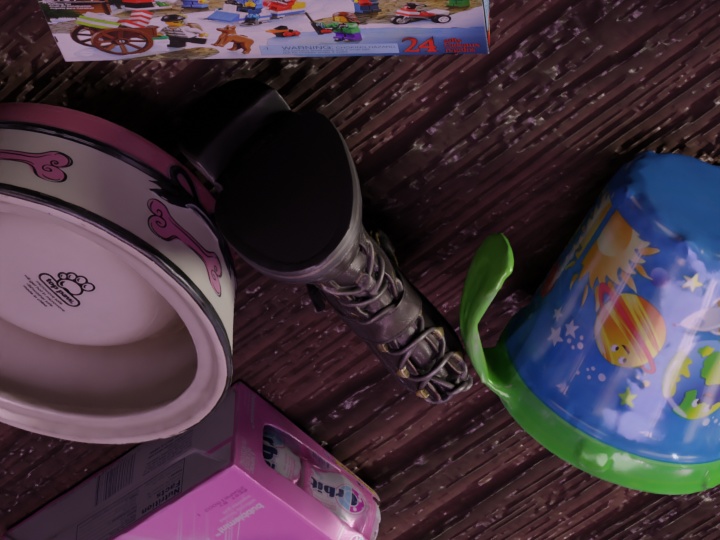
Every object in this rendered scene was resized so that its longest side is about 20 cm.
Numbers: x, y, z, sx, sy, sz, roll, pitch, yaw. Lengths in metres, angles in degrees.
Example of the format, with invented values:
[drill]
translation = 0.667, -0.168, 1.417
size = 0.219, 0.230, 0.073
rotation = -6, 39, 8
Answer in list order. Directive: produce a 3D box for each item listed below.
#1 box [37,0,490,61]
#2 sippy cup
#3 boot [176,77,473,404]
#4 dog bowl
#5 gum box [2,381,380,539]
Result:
[box]
translation = -0.046, -0.139, 1.154
size = 0.200, 0.038, 0.137
rotation = -1, 159, 6
[sippy cup]
translation = 0.148, 0.018, 1.289
size = 0.178, 0.140, 0.130
rotation = -19, 139, -47
[boot]
translation = 0.000, 0.000, 1.239
size = 0.069, 0.200, 0.174
rotation = -39, 118, 2
[dog bowl]
translation = -0.149, -0.002, 1.273
size = 0.200, 0.074, 0.200
rotation = 12, 144, 9
[gum box]
translation = -0.093, 0.154, 1.451
size = 0.200, 0.066, 0.113
rotation = -33, 124, 27
